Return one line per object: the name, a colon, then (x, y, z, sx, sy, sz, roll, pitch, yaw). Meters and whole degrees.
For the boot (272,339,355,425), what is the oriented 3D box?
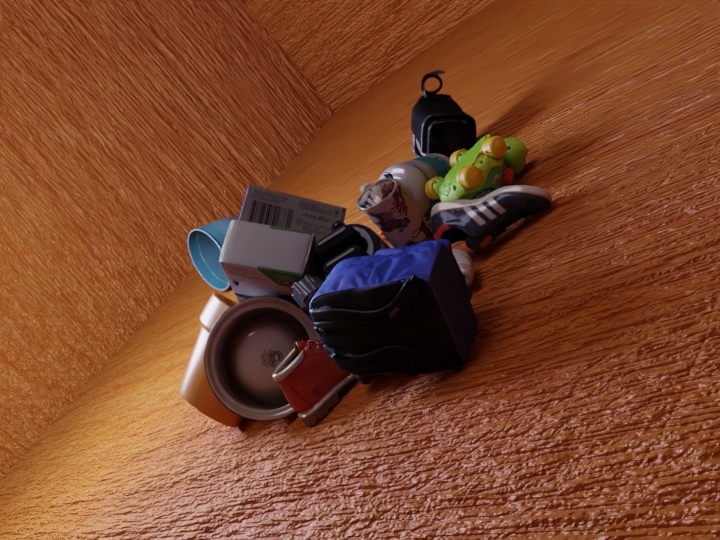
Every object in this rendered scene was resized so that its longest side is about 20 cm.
boot: (-0.046, 0.131, 1.395, 0.200, 0.108, 0.075, -45, 12, -20)

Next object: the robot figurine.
robot figurine: (-0.001, 0.002, 1.474, 0.123, 0.200, 0.152, 7, 72, 27)

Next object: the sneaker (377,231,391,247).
sneaker: (0.026, -0.055, 1.714, 0.200, 0.112, 0.078, -41, 14, 4)

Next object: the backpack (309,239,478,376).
backpack: (0.045, 0.052, 1.217, 0.198, 0.164, 0.168, -13, 24, 27)

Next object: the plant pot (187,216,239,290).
plant pot: (-0.388, -0.072, 2.714, 0.187, 0.202, 0.199, -33, 7, -36)

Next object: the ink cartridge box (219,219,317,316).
ink cartridge box: (-0.141, 0.008, 1.511, 0.201, 0.144, 0.084, 78, -157, -63)

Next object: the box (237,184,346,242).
box: (-0.134, -0.046, 1.623, 0.200, 0.181, 0.106, 114, 168, -63)

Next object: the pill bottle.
pill bottle: (0.101, -0.150, 1.678, 0.110, 0.112, 0.199, -30, -3, 37)

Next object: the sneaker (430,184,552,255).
sneaker: (0.204, -0.072, 1.397, 0.198, 0.075, 0.086, -13, 63, 29)

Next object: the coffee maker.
coffee maker: (0.166, -0.308, 1.912, 0.133, 0.194, 0.200, -24, 18, 3)

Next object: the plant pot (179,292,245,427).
plant pot: (-0.229, 0.172, 1.625, 0.185, 0.199, 0.200, -58, 16, -1)

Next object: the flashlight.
flashlight: (-0.034, 0.083, 1.354, 0.067, 0.200, 0.068, -27, -37, -25)

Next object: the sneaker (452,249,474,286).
sneaker: (0.084, 0.040, 1.353, 0.199, 0.075, 0.100, -35, 17, 8)

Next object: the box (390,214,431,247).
box: (0.110, -0.060, 1.653, 0.199, 0.039, 0.042, -39, 13, 14)

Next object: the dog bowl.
dog bowl: (-0.154, 0.145, 1.485, 0.200, 0.200, 0.074, -42, -4, -2)

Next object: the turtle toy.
turtle toy: (0.215, -0.168, 1.567, 0.200, 0.101, 0.145, -47, 15, -21)

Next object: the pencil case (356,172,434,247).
pencil case: (0.076, -0.064, 1.457, 0.077, 0.200, 0.090, -35, 32, 11)
